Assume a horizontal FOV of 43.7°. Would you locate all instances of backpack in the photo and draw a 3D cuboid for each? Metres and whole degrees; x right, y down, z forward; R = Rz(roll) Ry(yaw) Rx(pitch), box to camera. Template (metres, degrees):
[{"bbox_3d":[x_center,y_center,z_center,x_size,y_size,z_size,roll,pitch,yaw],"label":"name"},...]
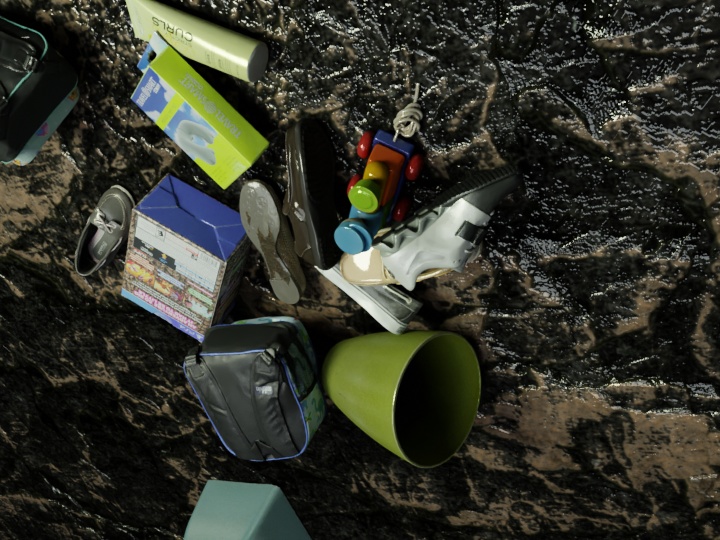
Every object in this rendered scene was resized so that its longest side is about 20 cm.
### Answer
[{"bbox_3d":[-0.503,-0.254,1.237,0.198,0.177,0.154,30,169,20],"label":"backpack"},{"bbox_3d":[-0.142,0.173,1.349,0.181,0.147,0.202,-7,115,26],"label":"backpack"}]

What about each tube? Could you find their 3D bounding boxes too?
[{"bbox_3d":[-0.210,-0.290,1.124,0.198,0.052,0.059,25,108,16],"label":"tube"}]

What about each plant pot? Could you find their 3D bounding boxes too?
[{"bbox_3d":[-0.241,0.563,1.786,0.194,0.201,0.197,-5,125,33],"label":"plant pot"},{"bbox_3d":[0.040,0.164,1.298,0.198,0.187,0.189,11,135,45],"label":"plant pot"}]

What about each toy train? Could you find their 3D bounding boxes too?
[{"bbox_3d":[0.022,-0.119,1.084,0.084,0.116,0.201,25,136,8],"label":"toy train"}]

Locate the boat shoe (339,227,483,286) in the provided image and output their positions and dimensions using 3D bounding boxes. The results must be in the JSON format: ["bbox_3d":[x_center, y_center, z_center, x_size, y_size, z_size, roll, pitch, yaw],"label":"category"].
[{"bbox_3d":[0.056,-0.020,1.155,0.197,0.069,0.075,-14,96,22],"label":"boat shoe"}]

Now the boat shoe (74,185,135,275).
[{"bbox_3d":[-0.411,-0.056,1.441,0.067,0.057,0.200,36,137,-4],"label":"boat shoe"}]

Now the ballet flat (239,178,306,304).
[{"bbox_3d":[-0.121,-0.044,1.295,0.067,0.046,0.202,-3,121,28],"label":"ballet flat"}]

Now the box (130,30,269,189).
[{"bbox_3d":[-0.221,-0.206,1.182,0.200,0.048,0.122,44,155,-12],"label":"box"}]

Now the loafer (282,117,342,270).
[{"bbox_3d":[-0.075,-0.097,1.171,0.071,0.073,0.203,6,112,31],"label":"loafer"}]

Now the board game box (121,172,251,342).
[{"bbox_3d":[-0.262,-0.015,1.359,0.158,0.097,0.201,29,137,4],"label":"board game box"}]

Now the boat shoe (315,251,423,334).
[{"bbox_3d":[0.000,0.000,1.248,0.199,0.071,0.064,40,105,5],"label":"boat shoe"}]

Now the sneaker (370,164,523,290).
[{"bbox_3d":[0.117,-0.050,1.073,0.199,0.074,0.089,-32,101,10],"label":"sneaker"}]
